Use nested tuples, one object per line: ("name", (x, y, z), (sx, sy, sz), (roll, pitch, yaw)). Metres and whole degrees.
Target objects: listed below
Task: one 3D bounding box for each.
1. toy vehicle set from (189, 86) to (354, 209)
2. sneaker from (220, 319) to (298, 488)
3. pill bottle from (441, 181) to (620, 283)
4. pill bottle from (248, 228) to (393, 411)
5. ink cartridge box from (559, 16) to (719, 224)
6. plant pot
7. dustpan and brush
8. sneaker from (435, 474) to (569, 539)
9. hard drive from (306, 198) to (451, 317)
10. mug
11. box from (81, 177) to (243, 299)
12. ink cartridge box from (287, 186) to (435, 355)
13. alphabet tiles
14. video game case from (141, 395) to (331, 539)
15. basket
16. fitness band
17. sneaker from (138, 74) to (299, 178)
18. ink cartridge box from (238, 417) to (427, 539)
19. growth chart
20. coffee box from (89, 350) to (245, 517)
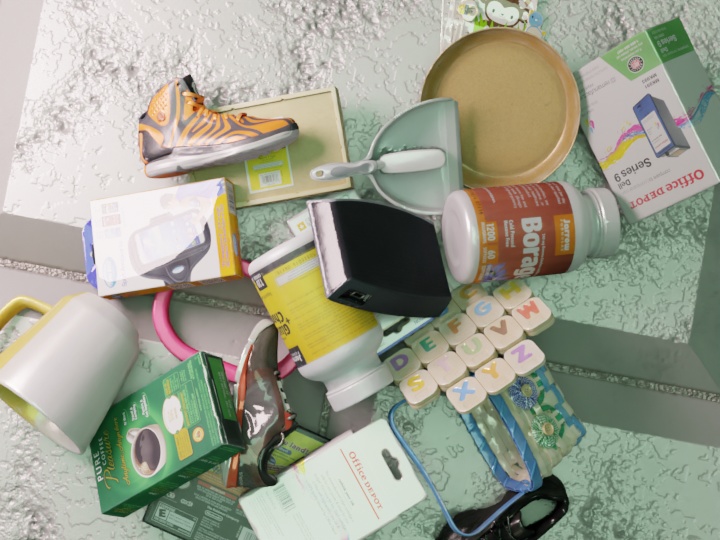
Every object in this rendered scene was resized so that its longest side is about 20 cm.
("toy vehicle set", (-0.114, -0.145, 1.614), (0.197, 0.027, 0.126), (-9, 88, 8))
("sneaker", (-0.108, 0.160, 1.551), (0.081, 0.077, 0.203), (9, 79, 6))
("pill bottle", (0.206, -0.049, 1.593), (0.197, 0.112, 0.114), (-6, 87, -13))
("pill bottle", (-0.041, 0.058, 1.549), (0.111, 0.112, 0.202), (-28, 90, -4))
("ink cartridge box", (0.353, -0.178, 1.590), (0.087, 0.145, 0.202), (-27, 90, -43))
("plant pot", (0.171, -0.196, 1.622), (0.197, 0.027, 0.203), (3, 102, 12))
("dustpan and brush", (0.033, -0.128, 1.583), (0.197, 0.057, 0.141), (-7, 102, -10))
("sneaker", (0.166, 0.314, 1.591), (0.199, 0.091, 0.076), (-37, 93, -3))
("hard drive", (0.028, -0.017, 1.548), (0.042, 0.199, 0.136), (-28, 64, 37))
("mug", (-0.353, 0.098, 1.550), (0.186, 0.149, 0.154), (38, 70, -5))
("box", (-0.245, -0.036, 1.592), (0.197, 0.041, 0.121), (-9, 81, 8))
("ink cartridge box", (0.000, 0.000, 1.623), (0.094, 0.037, 0.201), (-32, 84, -4))
("alphabet tiles", (0.127, 0.084, 1.563), (0.199, 0.196, 0.015), (-32, 125, -3))
("video game case", (-0.140, 0.260, 1.612), (0.198, 0.026, 0.183), (24, 87, -1))
("basket", (0.151, 0.191, 1.571), (0.199, 0.139, 0.177), (-33, 89, -13))
("fitness band", (-0.156, 0.059, 1.615), (0.198, 0.037, 0.145), (21, 87, 0))
("sneaker", (-0.175, -0.183, 1.570), (0.197, 0.078, 0.114), (-11, 88, 8))
("ink cartridge box", (-0.032, 0.268, 1.568), (0.199, 0.067, 0.118), (-29, 87, -3))
("growth chart", (0.163, -0.319, 1.659), (0.143, 0.018, 0.203), (-1, 88, -4))
("coffee box", (-0.231, 0.192, 1.538), (0.199, 0.044, 0.124), (-33, 59, 24))
